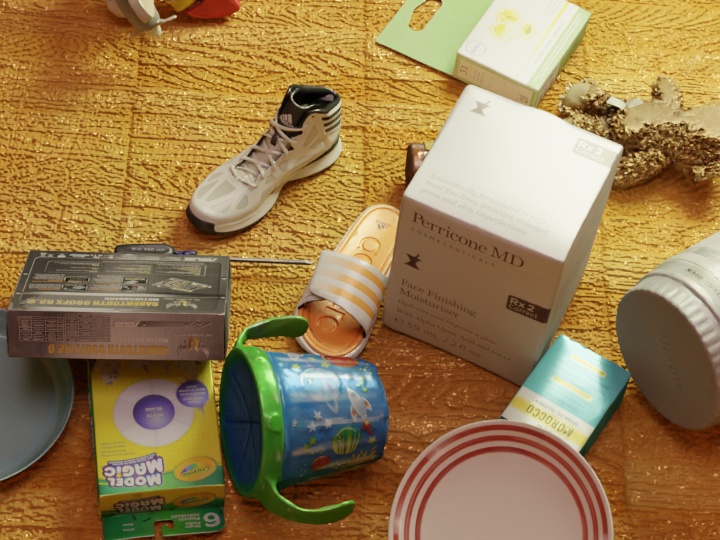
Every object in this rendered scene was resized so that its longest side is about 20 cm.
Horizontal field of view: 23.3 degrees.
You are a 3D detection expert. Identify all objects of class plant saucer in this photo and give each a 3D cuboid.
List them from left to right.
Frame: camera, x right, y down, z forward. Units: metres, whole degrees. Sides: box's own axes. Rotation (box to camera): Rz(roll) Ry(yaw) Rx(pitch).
[{"bbox_3d":[-0.363,0.120,1.606,0.198,0.028,0.201,3,53,-4],"label":"plant saucer"}]

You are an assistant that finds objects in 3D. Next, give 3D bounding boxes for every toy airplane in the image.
[{"bbox_3d":[-0.244,-0.339,1.900,0.199,0.141,0.200,47,27,12],"label":"toy airplane"}]

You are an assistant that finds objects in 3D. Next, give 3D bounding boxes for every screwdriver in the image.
[{"bbox_3d":[-0.146,-0.013,1.733,0.198,0.028,0.029,0,23,-8],"label":"screwdriver"}]

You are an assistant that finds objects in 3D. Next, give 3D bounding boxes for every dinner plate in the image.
[{"bbox_3d":[0.123,0.232,1.527,0.198,0.024,0.202,-2,79,12],"label":"dinner plate"}]

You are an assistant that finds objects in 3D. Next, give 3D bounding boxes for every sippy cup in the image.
[{"bbox_3d":[-0.048,0.132,1.573,0.129,0.139,0.180,-3,93,-21],"label":"sippy cup"}]

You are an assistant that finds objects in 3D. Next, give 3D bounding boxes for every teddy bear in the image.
[{"bbox_3d":[0.300,-0.147,1.865,0.198,0.067,0.146,-2,48,2],"label":"teddy bear"}]

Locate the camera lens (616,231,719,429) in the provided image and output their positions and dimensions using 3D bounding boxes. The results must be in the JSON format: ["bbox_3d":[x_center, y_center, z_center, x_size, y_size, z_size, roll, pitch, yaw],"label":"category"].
[{"bbox_3d":[0.363,0.042,1.648,0.199,0.161,0.160,-26,59,-23],"label":"camera lens"}]

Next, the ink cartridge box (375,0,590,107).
[{"bbox_3d":[0.137,-0.272,1.948,0.199,0.048,0.146,28,55,12],"label":"ink cartridge box"}]

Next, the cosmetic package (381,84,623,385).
[{"bbox_3d":[0.133,-0.033,1.665,0.164,0.201,0.165,22,53,12],"label":"cosmetic package"}]

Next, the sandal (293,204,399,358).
[{"bbox_3d":[-0.008,-0.003,1.717,0.079,0.059,0.208,18,53,9],"label":"sandal"}]

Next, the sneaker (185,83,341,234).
[{"bbox_3d":[-0.097,-0.126,1.766,0.076,0.116,0.200,40,59,23],"label":"sneaker"}]

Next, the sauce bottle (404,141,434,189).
[{"bbox_3d":[0.146,-0.101,1.806,0.198,0.066,0.066,2,52,-5],"label":"sauce bottle"}]

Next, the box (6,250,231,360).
[{"bbox_3d":[-0.220,0.031,1.627,0.198,0.049,0.159,1,21,-4],"label":"box"}]

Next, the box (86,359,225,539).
[{"bbox_3d":[-0.187,0.150,1.590,0.116,0.049,0.201,-4,55,-9],"label":"box"}]

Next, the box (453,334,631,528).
[{"bbox_3d":[0.168,0.156,1.620,0.082,0.049,0.200,29,55,16],"label":"box"}]
